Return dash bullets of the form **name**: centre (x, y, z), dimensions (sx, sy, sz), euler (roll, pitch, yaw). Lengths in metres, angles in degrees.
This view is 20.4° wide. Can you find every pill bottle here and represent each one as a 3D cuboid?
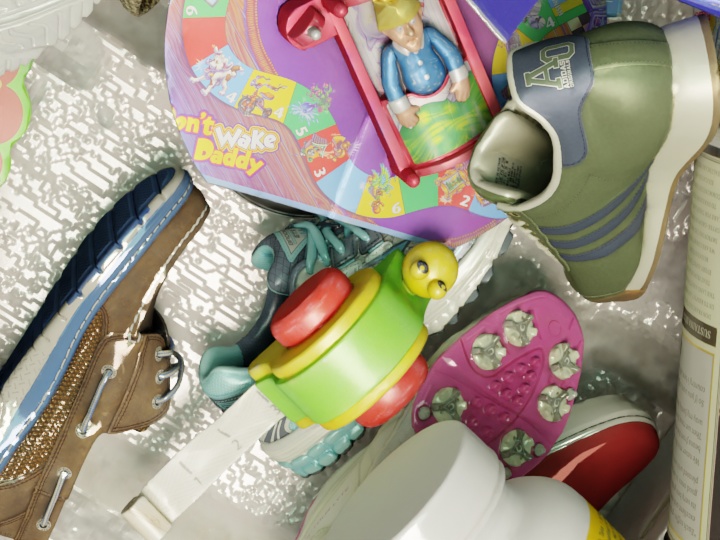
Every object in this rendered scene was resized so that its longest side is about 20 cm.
- **pill bottle**: centre (0.080, 0.161, 0.842), dimensions (0.112, 0.112, 0.200), euler (-44, 103, 2)

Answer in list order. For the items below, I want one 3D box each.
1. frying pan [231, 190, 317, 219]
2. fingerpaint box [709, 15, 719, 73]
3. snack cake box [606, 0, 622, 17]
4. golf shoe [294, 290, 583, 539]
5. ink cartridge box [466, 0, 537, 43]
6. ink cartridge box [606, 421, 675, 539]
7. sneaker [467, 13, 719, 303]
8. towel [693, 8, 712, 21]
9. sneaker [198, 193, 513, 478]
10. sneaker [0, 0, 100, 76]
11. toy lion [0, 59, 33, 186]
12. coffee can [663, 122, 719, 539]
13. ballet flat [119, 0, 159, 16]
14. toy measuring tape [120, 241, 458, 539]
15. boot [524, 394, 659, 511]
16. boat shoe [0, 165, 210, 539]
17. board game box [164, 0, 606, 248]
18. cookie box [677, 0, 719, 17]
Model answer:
- **frying pan**: centre (0.012, -0.072, 0.962), dimensions (0.189, 0.031, 0.115), euler (13, 101, -6)
- **fingerpaint box**: centre (0.254, -0.140, 0.920), dimensions (0.166, 0.073, 0.201), euler (10, 100, -2)
- **snack cake box**: centre (0.071, -0.223, 0.922), dimensions (0.114, 0.067, 0.201), euler (5, 98, -8)
- **golf shoe**: centre (0.026, 0.088, 0.932), dimensions (0.075, 0.091, 0.200), euler (45, 72, -19)
- **ink cartridge box**: centre (0.035, -0.212, 0.794), dimensions (0.198, 0.200, 0.043), euler (47, 128, -10)
- **ink cartridge box**: centre (0.224, 0.161, 0.990), dimensions (0.200, 0.088, 0.146), euler (33, 93, -12)
- **sneaker**: centre (0.088, -0.045, 0.854), dimensions (0.089, 0.200, 0.067), euler (-4, 65, -6)
- **towel**: centre (0.236, -0.088, 0.980), dimensions (0.146, 0.030, 0.201), euler (-2, 100, -5)
- **sneaker**: centre (0.000, 0.000, 0.937), dimensions (0.086, 0.078, 0.200), euler (33, 96, -20)
- **sneaker**: centre (-0.155, -0.189, 0.891), dimensions (0.079, 0.130, 0.199), euler (13, 120, -41)
- **toy lion**: centre (-0.248, -0.110, 0.914), dimensions (0.191, 0.069, 0.201), euler (-7, 100, -12)
- **coffee can**: centre (0.206, 0.036, 0.845), dimensions (0.146, 0.146, 0.201), euler (0, 103, -6)
- **ballet flat**: centre (-0.034, -0.165, 0.891), dimensions (0.199, 0.068, 0.076), euler (-20, 101, 29)
- **toy measuring tape**: centre (-0.033, 0.060, 0.889), dimensions (0.200, 0.074, 0.074), euler (-42, 101, 10)
- **boot**: centre (0.083, 0.163, 0.943), dimensions (0.200, 0.144, 0.072), euler (-39, 140, 6)
- **boat shoe**: centre (-0.123, 0.043, 0.948), dimensions (0.072, 0.072, 0.200), euler (33, 104, -15)
- **board game box**: centre (0.017, -0.090, 0.850), dimensions (0.199, 0.039, 0.159), euler (16, 104, -20)
- **cookie box**: centre (0.205, -0.117, 0.785), dimensions (0.170, 0.200, 0.076), euler (19, 100, -1)
